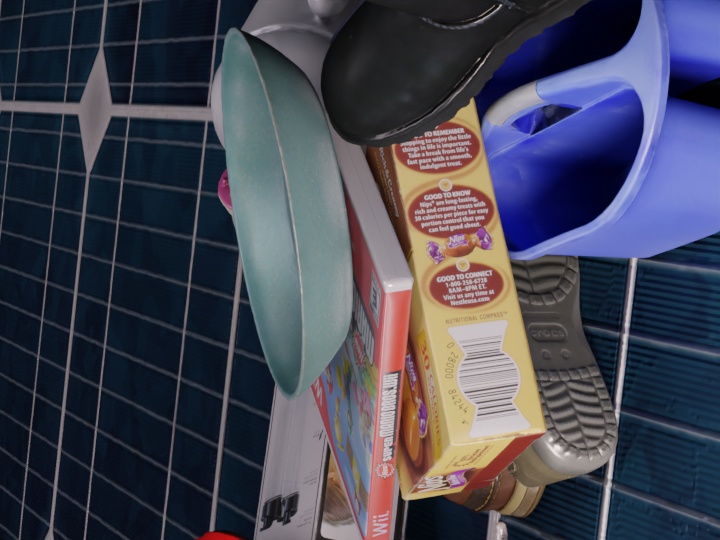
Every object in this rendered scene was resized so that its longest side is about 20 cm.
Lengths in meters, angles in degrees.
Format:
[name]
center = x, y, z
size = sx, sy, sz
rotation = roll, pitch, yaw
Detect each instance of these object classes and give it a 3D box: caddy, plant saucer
[caddy]
center = 0.119, -0.080, 1.064
size = 0.200, 0.105, 0.142
rotation = 154, 119, -64
[plant saucer]
center = -0.038, -0.032, 1.119
size = 0.200, 0.036, 0.201
rotation = 171, 90, -78

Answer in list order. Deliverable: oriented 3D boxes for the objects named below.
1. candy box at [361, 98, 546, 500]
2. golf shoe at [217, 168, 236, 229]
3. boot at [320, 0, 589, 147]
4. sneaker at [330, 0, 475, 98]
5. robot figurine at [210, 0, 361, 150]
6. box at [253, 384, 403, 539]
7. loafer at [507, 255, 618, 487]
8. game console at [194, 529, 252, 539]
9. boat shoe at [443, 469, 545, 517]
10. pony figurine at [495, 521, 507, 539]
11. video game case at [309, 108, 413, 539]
[candy box]
center = 0.039, 0.008, 1.107
size = 0.117, 0.056, 0.201
rotation = 122, 138, -68
[golf shoe]
center = 0.000, 0.000, 1.263
size = 0.200, 0.075, 0.092
rotation = 37, 152, 29
[boot]
center = 0.017, -0.135, 0.977
size = 0.198, 0.162, 0.074
rotation = -33, 66, 30
[sneaker]
center = 0.051, -0.125, 1.170
size = 0.074, 0.200, 0.082
rotation = -43, 75, 20
[robot figurine]
center = -0.030, -0.129, 1.372
size = 0.200, 0.112, 0.170
rotation = -67, -10, -50
[box]
center = -0.016, 0.117, 1.365
size = 0.117, 0.060, 0.201
rotation = 145, 136, -61
[loafer]
center = 0.083, 0.033, 1.167
size = 0.070, 0.075, 0.201
rotation = -51, 40, 46
[game console]
center = -0.054, 0.231, 1.338
size = 0.031, 0.177, 0.200
rotation = -61, 13, -25
[boat shoe]
center = 0.050, 0.066, 1.249
size = 0.200, 0.067, 0.072
rotation = -114, 36, -49
[pony figurine]
center = 0.063, 0.253, 1.105
size = 0.200, 0.166, 0.194
rotation = 104, 169, -60
[video game case]
center = -0.004, 0.032, 1.139
size = 0.143, 0.017, 0.201
rotation = -111, 18, -45
